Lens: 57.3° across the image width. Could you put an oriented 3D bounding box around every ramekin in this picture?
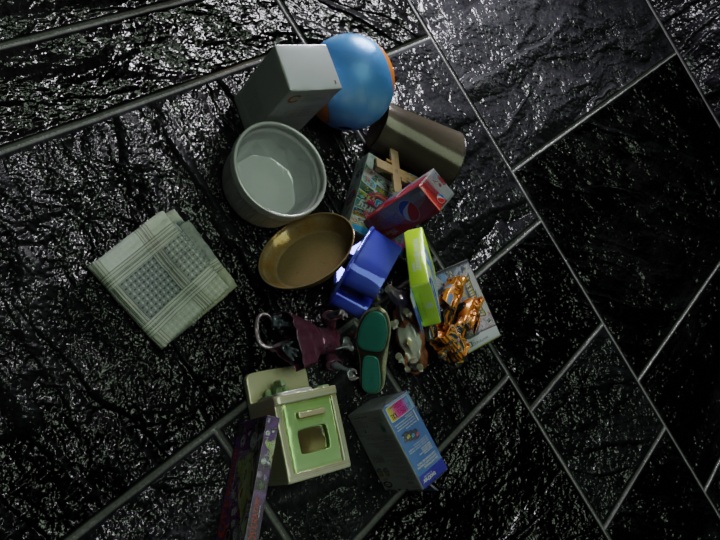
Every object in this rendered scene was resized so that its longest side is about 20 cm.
[{"bbox_3d":[-0.177,-0.179,1.298,0.199,0.105,0.202,13,66,-31],"label":"ramekin"}]

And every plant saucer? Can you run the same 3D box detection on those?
[{"bbox_3d":[-0.099,-0.030,1.267,0.201,0.199,0.036,-61,142,-33],"label":"plant saucer"}]

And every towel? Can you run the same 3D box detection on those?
[{"bbox_3d":[-0.339,0.007,1.164,0.193,0.034,0.200,51,52,-8],"label":"towel"}]

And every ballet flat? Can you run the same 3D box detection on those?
[{"bbox_3d":[0.025,0.148,1.290,0.067,0.201,0.062,10,28,9],"label":"ballet flat"}]

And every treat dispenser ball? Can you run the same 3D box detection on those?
[{"bbox_3d":[-0.025,-0.405,1.425,0.200,0.200,0.203,12,66,-30],"label":"treat dispenser ball"}]

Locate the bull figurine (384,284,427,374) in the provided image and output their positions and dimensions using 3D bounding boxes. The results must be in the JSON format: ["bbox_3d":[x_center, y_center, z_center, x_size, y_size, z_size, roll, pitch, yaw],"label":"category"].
[{"bbox_3d":[0.097,0.123,1.381,0.121,0.065,0.202,-18,90,-76],"label":"bull figurine"}]

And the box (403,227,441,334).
[{"bbox_3d":[0.130,0.019,1.382,0.201,0.047,0.122,-91,164,-47],"label":"box"}]

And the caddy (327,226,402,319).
[{"bbox_3d":[0.000,0.000,1.303,0.104,0.142,0.200,29,40,2],"label":"caddy"}]

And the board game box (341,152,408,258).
[{"bbox_3d":[0.040,-0.136,1.459,0.147,0.064,0.201,27,61,-24],"label":"board game box"}]

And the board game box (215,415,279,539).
[{"bbox_3d":[-0.187,0.347,1.090,0.032,0.120,0.201,19,63,-24],"label":"board game box"}]

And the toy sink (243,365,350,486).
[{"bbox_3d":[-0.113,0.266,1.175,0.130,0.112,0.202,-4,75,-35],"label":"toy sink"}]

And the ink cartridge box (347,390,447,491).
[{"bbox_3d":[0.075,0.342,1.262,0.076,0.136,0.201,-25,88,-34],"label":"ink cartridge box"}]

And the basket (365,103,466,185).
[{"bbox_3d":[0.123,-0.297,1.532,0.199,0.136,0.181,22,29,-20],"label":"basket"}]

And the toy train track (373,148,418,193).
[{"bbox_3d":[0.101,-0.199,1.470,0.199,0.032,0.116,19,55,-36],"label":"toy train track"}]

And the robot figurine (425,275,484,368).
[{"bbox_3d":[0.207,0.112,1.441,0.145,0.058,0.201,46,45,-22],"label":"robot figurine"}]

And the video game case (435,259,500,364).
[{"bbox_3d":[0.224,0.091,1.526,0.180,0.025,0.201,-20,85,-37],"label":"video game case"}]

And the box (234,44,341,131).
[{"bbox_3d":[-0.150,-0.355,1.321,0.124,0.200,0.098,-15,82,-37],"label":"box"}]

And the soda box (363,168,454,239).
[{"bbox_3d":[0.093,-0.125,1.326,0.070,0.200,0.063,48,54,-9],"label":"soda box"}]

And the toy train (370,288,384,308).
[{"bbox_3d":[0.034,0.100,1.386,0.046,0.034,0.202,9,69,-35],"label":"toy train"}]

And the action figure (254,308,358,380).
[{"bbox_3d":[-0.085,0.143,1.265,0.199,0.148,0.135,9,79,-52],"label":"action figure"}]
